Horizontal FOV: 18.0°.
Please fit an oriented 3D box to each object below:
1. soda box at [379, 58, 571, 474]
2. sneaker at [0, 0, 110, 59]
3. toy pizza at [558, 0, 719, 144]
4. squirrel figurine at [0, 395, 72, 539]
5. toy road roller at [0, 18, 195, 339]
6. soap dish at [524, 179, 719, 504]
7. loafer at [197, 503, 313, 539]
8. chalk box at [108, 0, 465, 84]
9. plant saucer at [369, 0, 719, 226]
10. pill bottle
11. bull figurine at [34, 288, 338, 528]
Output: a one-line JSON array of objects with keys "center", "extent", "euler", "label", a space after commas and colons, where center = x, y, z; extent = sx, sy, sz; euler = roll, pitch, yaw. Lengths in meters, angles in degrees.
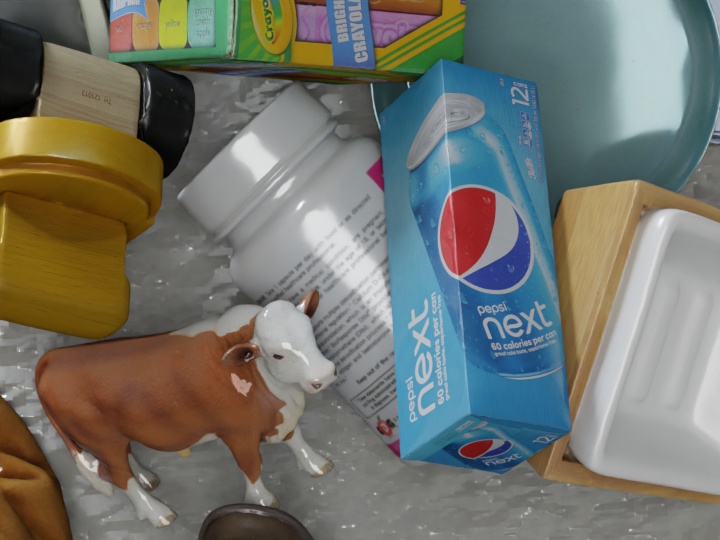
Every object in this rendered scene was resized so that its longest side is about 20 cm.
[{"center": [0.057, -0.003, 1.176], "extent": [0.064, 0.068, 0.202], "euler": [11, 61, -28], "label": "soda box"}, {"center": [-0.203, -0.177, 1.260], "extent": [0.105, 0.075, 0.202], "euler": [-15, 94, -3], "label": "sneaker"}, {"center": [0.210, -0.173, 1.291], "extent": [0.198, 0.032, 0.202], "euler": [0, 95, 4], "label": "toy pizza"}, {"center": [-0.208, 0.182, 1.221], "extent": [0.141, 0.187, 0.201], "euler": [-38, 93, 0], "label": "squirrel figurine"}, {"center": [-0.179, -0.029, 1.190], "extent": [0.122, 0.200, 0.147], "euler": [15, 63, -29], "label": "toy road roller"}, {"center": [0.162, 0.040, 1.233], "extent": [0.081, 0.199, 0.159], "euler": [19, 93, 37], "label": "soap dish"}, {"center": [-0.054, 0.220, 1.248], "extent": [0.072, 0.071, 0.202], "euler": [-1, 118, 6], "label": "loafer"}, {"center": [-0.055, -0.165, 1.199], "extent": [0.199, 0.124, 0.125], "euler": [0, 93, -35], "label": "chalk box"}, {"center": [0.104, -0.111, 1.279], "extent": [0.198, 0.027, 0.202], "euler": [2, 99, 11], "label": "plant saucer"}, {"center": [0.000, 0.000, 1.256], "extent": [0.113, 0.113, 0.200], "euler": [-44, 93, 1], "label": "pill bottle"}, {"center": [-0.084, 0.073, 1.236], "extent": [0.198, 0.065, 0.122], "euler": [-5, 118, 31], "label": "bull figurine"}]
